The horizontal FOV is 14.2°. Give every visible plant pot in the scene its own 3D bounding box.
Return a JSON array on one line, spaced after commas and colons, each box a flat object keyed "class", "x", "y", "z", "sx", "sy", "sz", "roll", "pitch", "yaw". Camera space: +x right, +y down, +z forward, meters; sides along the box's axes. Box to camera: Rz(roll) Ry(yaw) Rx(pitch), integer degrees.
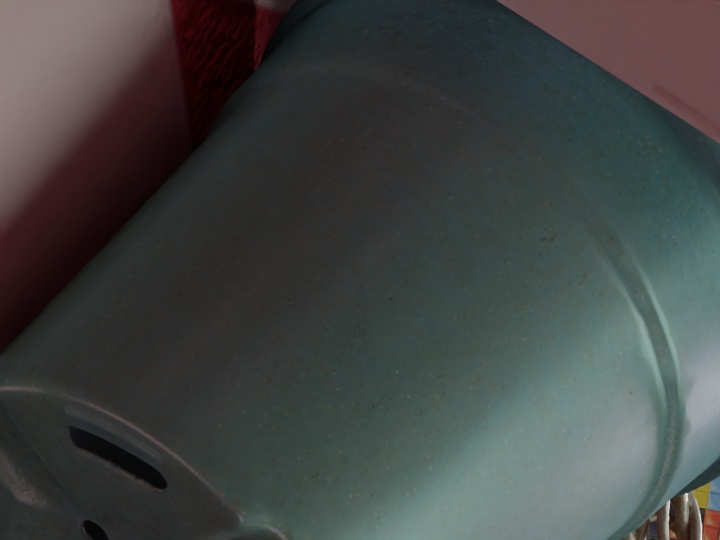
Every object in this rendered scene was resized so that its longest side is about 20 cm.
[{"class": "plant pot", "x": -0.009, "y": 0.040, "z": 0.846, "sx": 0.196, "sy": 0.200, "sz": 0.201, "roll": -42, "pitch": 150, "yaw": -38}]

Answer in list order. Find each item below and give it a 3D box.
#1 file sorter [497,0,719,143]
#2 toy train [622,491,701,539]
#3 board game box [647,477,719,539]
[{"class": "file sorter", "x": 0.068, "y": -0.156, "z": 0.746, "sx": 0.124, "sy": 0.200, "sz": 0.139, "roll": -36, "pitch": 148, "yaw": -33}, {"class": "toy train", "x": 0.108, "y": 0.134, "z": 1.036, "sx": 0.116, "sy": 0.084, "sz": 0.201, "roll": -55, "pitch": 152, "yaw": -78}, {"class": "board game box", "x": 0.114, "y": 0.016, "z": 1.195, "sx": 0.165, "sy": 0.057, "sz": 0.201, "roll": 149, "pitch": -51, "yaw": -75}]
